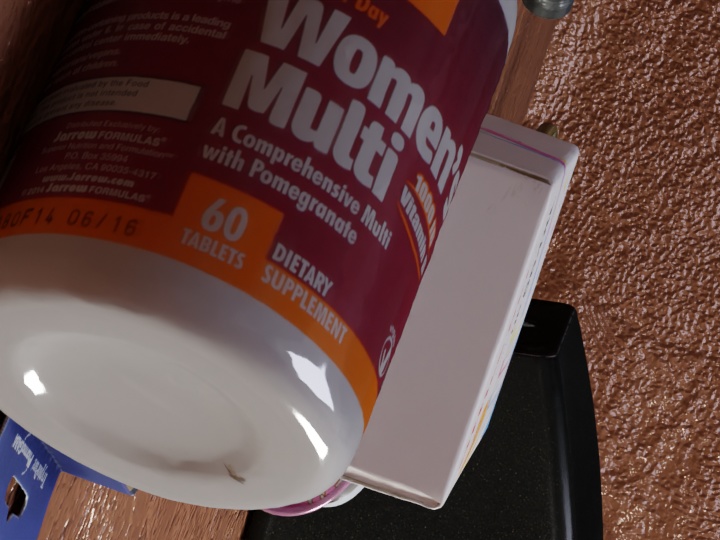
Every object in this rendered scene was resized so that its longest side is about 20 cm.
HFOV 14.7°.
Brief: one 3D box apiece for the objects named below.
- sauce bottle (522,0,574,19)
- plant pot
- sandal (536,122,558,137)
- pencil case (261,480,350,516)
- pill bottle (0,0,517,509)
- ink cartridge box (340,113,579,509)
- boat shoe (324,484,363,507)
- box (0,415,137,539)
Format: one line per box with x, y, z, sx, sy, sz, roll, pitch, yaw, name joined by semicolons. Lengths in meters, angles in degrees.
0.159;-0.275;2.084;0.200;0.066;0.066;106;6;-48;sauce bottle
0.046;0.109;1.619;0.200;0.199;0.178;-52;149;-74;plant pot
0.108;-0.051;2.434;0.200;0.054;0.080;-57;178;35;sandal
-0.016;0.037;1.247;0.200;0.082;0.087;-58;155;-69;pencil case
-0.022;-0.048;0.729;0.110;0.109;0.201;99;11;-61;pill bottle
0.000;0.000;1.041;0.200;0.125;0.129;-43;152;-80;ink cartridge box
0.005;0.032;1.500;0.068;0.073;0.200;39;60;-69;boat shoe
-0.065;-0.005;0.867;0.121;0.032;0.201;87;23;-77;box
